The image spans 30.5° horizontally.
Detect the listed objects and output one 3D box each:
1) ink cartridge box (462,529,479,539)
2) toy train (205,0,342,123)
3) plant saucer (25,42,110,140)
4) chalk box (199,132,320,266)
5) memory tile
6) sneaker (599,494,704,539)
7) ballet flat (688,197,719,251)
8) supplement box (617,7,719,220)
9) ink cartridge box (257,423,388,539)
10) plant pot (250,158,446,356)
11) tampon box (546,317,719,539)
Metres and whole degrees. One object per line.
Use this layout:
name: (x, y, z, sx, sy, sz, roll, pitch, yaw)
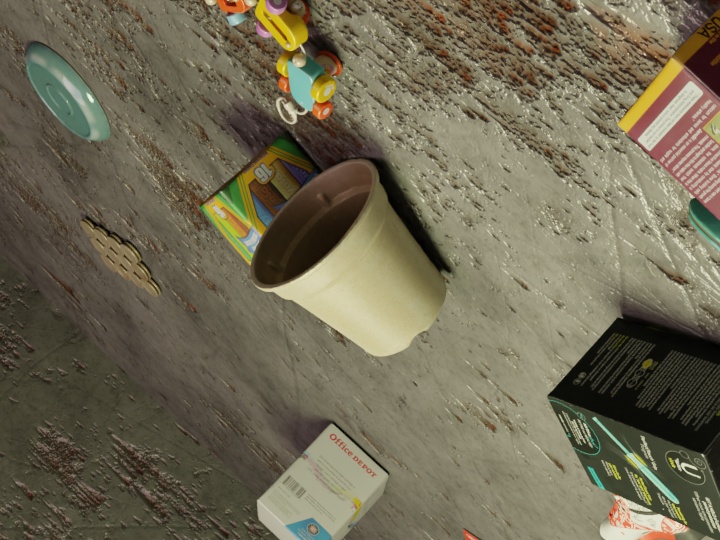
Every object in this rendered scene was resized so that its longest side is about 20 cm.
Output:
ink cartridge box: (0.254, 0.555, 2.285, 0.200, 0.044, 0.174, 29, 154, 38)
toy train: (-0.090, -0.261, 1.467, 0.150, 0.056, 0.201, 11, 137, 58)
plant saucer: (-0.498, -0.293, 2.214, 0.200, 0.027, 0.200, 39, 157, 20)
chalk box: (-0.092, -0.056, 1.733, 0.200, 0.124, 0.125, 49, 159, -7)
memory tile: (-0.486, -0.027, 2.681, 0.200, 0.017, 0.154, 27, 151, 40)
sneaker: (0.334, 0.278, 1.607, 0.108, 0.067, 0.201, 50, 155, -6)
ballet flat: (0.359, -0.012, 1.062, 0.200, 0.067, 0.071, 42, 134, 12)
supplement box: (0.305, -0.089, 0.976, 0.200, 0.086, 0.110, 44, 159, 6)
ink cartridge box: (-0.069, 0.416, 2.427, 0.147, 0.200, 0.146, 41, 160, 14)
plant pot: (0.000, 0.000, 1.602, 0.183, 0.201, 0.200, 44, 162, -26)
tampon box: (0.321, 0.160, 1.333, 0.200, 0.126, 0.150, 19, 147, 49)
